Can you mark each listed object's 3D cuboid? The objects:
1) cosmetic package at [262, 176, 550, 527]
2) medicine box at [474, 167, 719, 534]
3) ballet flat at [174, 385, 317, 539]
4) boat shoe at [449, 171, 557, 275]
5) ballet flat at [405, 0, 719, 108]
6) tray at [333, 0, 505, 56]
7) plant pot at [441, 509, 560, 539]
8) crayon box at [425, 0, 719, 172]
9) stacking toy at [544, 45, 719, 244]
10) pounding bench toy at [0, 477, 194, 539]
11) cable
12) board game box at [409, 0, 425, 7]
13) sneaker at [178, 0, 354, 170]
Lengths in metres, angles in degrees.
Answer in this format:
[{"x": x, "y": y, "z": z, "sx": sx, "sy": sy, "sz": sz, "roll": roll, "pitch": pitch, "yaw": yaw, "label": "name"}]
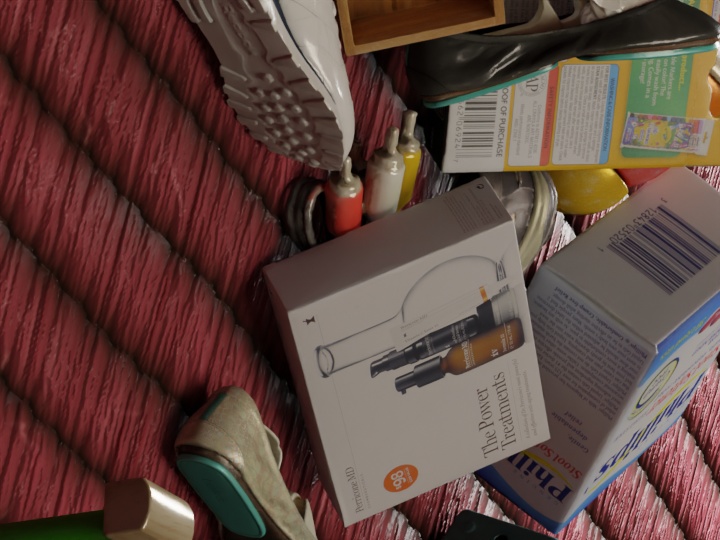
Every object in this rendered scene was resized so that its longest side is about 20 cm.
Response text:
[{"x": 0.032, "y": 0.054, "z": 1.511, "sx": 0.150, "sy": 0.052, "sz": 0.201, "roll": -21, "pitch": 134, "yaw": -8, "label": "cosmetic package"}, {"x": 0.179, "y": 0.054, "z": 1.706, "sx": 0.182, "sy": 0.103, "sz": 0.201, "roll": -36, "pitch": 157, "yaw": -44, "label": "medicine box"}, {"x": -0.056, "y": 0.146, "z": 1.479, "sx": 0.063, "sy": 0.067, "sz": 0.201, "roll": -63, "pitch": 150, "yaw": -33, "label": "ballet flat"}, {"x": 0.059, "y": 0.014, "z": 1.600, "sx": 0.073, "sy": 0.074, "sz": 0.201, "roll": 14, "pitch": 99, "yaw": -34, "label": "boat shoe"}, {"x": 0.123, "y": -0.150, "z": 1.473, "sx": 0.199, "sy": 0.068, "sz": 0.069, "roll": -12, "pitch": 104, "yaw": -8, "label": "ballet flat"}, {"x": 0.023, "y": -0.223, "z": 1.377, "sx": 0.098, "sy": 0.037, "sz": 0.201, "roll": -12, "pitch": 129, "yaw": -4, "label": "tray"}, {"x": 0.116, "y": 0.276, "z": 1.761, "sx": 0.142, "sy": 0.141, "sz": 0.201, "roll": -53, "pitch": 138, "yaw": -27, "label": "plant pot"}, {"x": 0.146, "y": -0.130, "z": 1.550, "sx": 0.199, "sy": 0.052, "sz": 0.127, "roll": -1, "pitch": 114, "yaw": -13, "label": "crayon box"}, {"x": 0.158, "y": -0.086, "z": 1.657, "sx": 0.200, "sy": 0.146, "sz": 0.146, "roll": -51, "pitch": 147, "yaw": -3, "label": "stacking toy"}, {"x": -0.188, "y": 0.175, "z": 1.190, "sx": 0.201, "sy": 0.155, "sz": 0.124, "roll": -61, "pitch": 147, "yaw": -17, "label": "pounding bench toy"}, {"x": 0.000, "y": 0.000, "z": 1.501, "sx": 0.097, "sy": 0.050, "sz": 0.201, "roll": -33, "pitch": 133, "yaw": -39, "label": "cable"}, {"x": 0.052, "y": -0.282, "z": 1.442, "sx": 0.151, "sy": 0.036, "sz": 0.201, "roll": -46, "pitch": 142, "yaw": -36, "label": "board game box"}, {"x": -0.039, "y": -0.135, "z": 1.349, "sx": 0.081, "sy": 0.076, "sz": 0.200, "roll": -64, "pitch": 151, "yaw": -30, "label": "sneaker"}]
